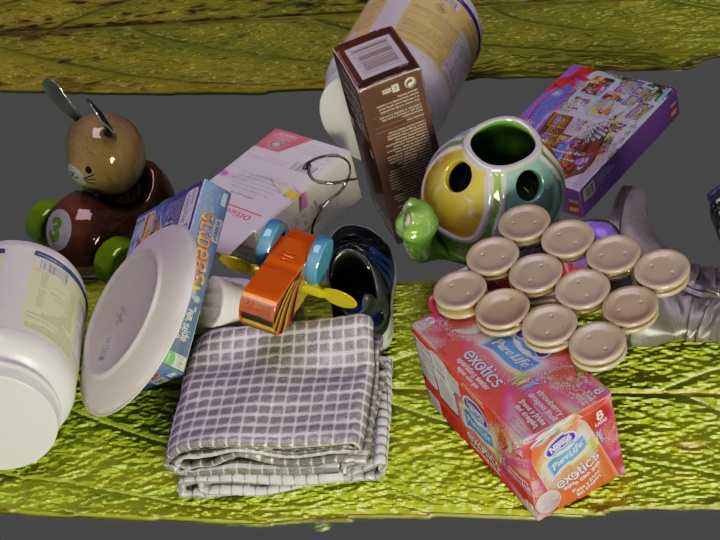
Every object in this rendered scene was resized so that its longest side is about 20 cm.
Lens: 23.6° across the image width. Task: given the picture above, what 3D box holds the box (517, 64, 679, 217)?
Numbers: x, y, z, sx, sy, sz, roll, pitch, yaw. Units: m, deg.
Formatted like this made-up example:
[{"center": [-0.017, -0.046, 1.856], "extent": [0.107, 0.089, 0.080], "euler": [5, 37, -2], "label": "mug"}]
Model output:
[{"center": [0.235, -0.143, 1.856], "extent": [0.136, 0.039, 0.200], "euler": [20, 49, 36], "label": "box"}]

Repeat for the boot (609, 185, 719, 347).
[{"center": [0.304, 0.000, 1.641], "extent": [0.131, 0.070, 0.201], "euler": [-2, 50, 12], "label": "boot"}]

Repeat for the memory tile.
[{"center": [0.177, 0.013, 1.527], "extent": [0.199, 0.017, 0.153], "euler": [22, 54, 35], "label": "memory tile"}]

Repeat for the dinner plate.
[{"center": [-0.222, 0.043, 1.652], "extent": [0.200, 0.024, 0.201], "euler": [-40, 36, 37], "label": "dinner plate"}]

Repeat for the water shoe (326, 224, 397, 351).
[{"center": [0.000, 0.000, 1.723], "extent": [0.071, 0.079, 0.200], "euler": [-13, 37, 2], "label": "water shoe"}]

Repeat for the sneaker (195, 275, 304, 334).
[{"center": [-0.132, 0.038, 1.739], "extent": [0.115, 0.074, 0.200], "euler": [6, 0, -30], "label": "sneaker"}]

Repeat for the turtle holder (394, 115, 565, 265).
[{"center": [0.114, -0.079, 1.706], "extent": [0.184, 0.132, 0.141], "euler": [-5, 51, -10], "label": "turtle holder"}]

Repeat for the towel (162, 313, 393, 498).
[{"center": [-0.072, 0.124, 1.588], "extent": [0.199, 0.086, 0.166], "euler": [-6, 39, 12], "label": "towel"}]

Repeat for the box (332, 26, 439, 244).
[{"center": [0.035, -0.139, 1.787], "extent": [0.075, 0.201, 0.100], "euler": [-21, 37, -5], "label": "box"}]

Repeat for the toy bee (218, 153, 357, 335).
[{"center": [-0.054, 0.001, 1.625], "extent": [0.131, 0.109, 0.200], "euler": [35, 54, 25], "label": "toy bee"}]

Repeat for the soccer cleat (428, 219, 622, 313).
[{"center": [0.155, 0.007, 1.617], "extent": [0.199, 0.069, 0.073], "euler": [-20, -2, 33], "label": "soccer cleat"}]

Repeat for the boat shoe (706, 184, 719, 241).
[{"center": [0.428, -0.086, 1.667], "extent": [0.199, 0.075, 0.093], "euler": [-21, 19, 3], "label": "boat shoe"}]

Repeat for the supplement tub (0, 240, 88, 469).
[{"center": [-0.347, 0.082, 1.686], "extent": [0.144, 0.145, 0.200], "euler": [-10, 38, 6], "label": "supplement tub"}]

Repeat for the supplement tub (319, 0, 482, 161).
[{"center": [0.045, -0.227, 1.940], "extent": [0.145, 0.146, 0.200], "euler": [4, 42, 23], "label": "supplement tub"}]

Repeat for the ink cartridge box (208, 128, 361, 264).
[{"center": [-0.108, -0.063, 1.850], "extent": [0.116, 0.068, 0.200], "euler": [20, 48, 38], "label": "ink cartridge box"}]

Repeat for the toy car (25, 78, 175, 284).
[{"center": [-0.288, -0.109, 1.859], "extent": [0.158, 0.201, 0.164], "euler": [-38, 43, -27], "label": "toy car"}]

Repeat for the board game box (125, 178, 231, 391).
[{"center": [-0.198, 0.021, 1.693], "extent": [0.135, 0.034, 0.201], "euler": [-22, 47, 50], "label": "board game box"}]

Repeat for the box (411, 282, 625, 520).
[{"center": [0.137, 0.112, 1.519], "extent": [0.095, 0.100, 0.200], "euler": [-26, 38, -14], "label": "box"}]
